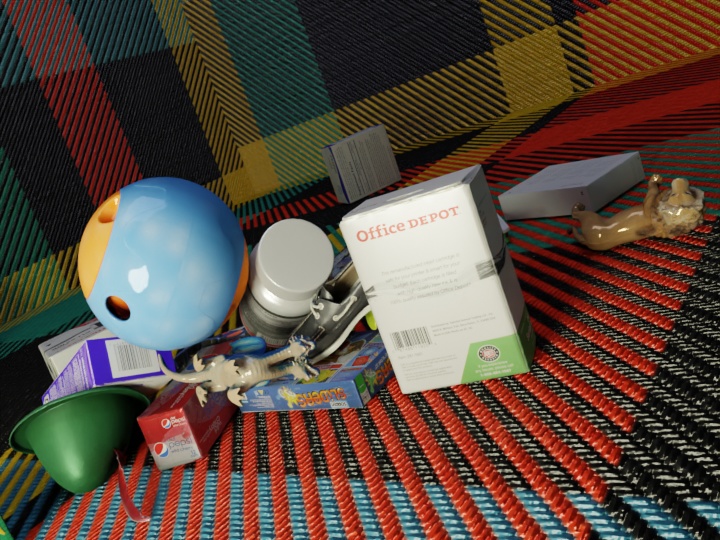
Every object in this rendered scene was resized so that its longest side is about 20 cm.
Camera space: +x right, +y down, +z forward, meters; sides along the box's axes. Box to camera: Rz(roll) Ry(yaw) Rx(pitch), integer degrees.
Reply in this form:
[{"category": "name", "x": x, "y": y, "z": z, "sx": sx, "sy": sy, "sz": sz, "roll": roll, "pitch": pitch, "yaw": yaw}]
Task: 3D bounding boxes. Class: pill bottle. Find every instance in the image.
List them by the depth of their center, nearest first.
[{"category": "pill bottle", "x": -0.099, "y": 0.019, "z": 0.930, "sx": 0.112, "sy": 0.115, "sz": 0.201, "roll": -27, "pitch": -14, "yaw": -23}]

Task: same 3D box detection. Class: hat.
[{"category": "hat", "x": -0.309, "y": 0.251, "z": 0.819, "sx": 0.163, "sy": 0.178, "sz": 0.201, "roll": -24, "pitch": -24, "yaw": -5}]

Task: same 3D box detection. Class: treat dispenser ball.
[{"category": "treat dispenser ball", "x": -0.232, "y": -0.008, "z": 0.839, "sx": 0.197, "sy": 0.205, "sz": 0.201, "roll": -20, "pitch": 14, "yaw": 5}]

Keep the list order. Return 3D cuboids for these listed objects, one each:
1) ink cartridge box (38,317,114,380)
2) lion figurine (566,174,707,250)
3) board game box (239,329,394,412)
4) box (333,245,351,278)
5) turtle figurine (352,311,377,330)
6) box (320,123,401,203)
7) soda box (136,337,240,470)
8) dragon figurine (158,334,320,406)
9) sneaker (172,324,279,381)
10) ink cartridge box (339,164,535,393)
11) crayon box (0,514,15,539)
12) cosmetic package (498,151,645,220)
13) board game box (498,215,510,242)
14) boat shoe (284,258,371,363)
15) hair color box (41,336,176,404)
[{"category": "ink cartridge box", "x": -0.528, "y": 0.159, "z": 1.355, "sx": 0.143, "sy": 0.085, "sz": 0.199, "roll": -28, "pitch": 15, "yaw": -27}, {"category": "lion figurine", "x": 0.350, "y": -0.063, "z": 0.913, "sx": 0.198, "sy": 0.073, "sz": 0.123, "roll": -30, "pitch": 17, "yaw": 37}, {"category": "board game box", "x": -0.045, "y": 0.121, "z": 0.859, "sx": 0.197, "sy": 0.035, "sz": 0.135, "roll": -11, "pitch": 17, "yaw": 38}, {"category": "box", "x": 0.000, "y": 0.000, "z": 1.175, "sx": 0.137, "sy": 0.040, "sz": 0.199, "roll": -42, "pitch": 20, "yaw": -17}, {"category": "turtle figurine", "x": 0.050, "y": 0.029, "z": 0.926, "sx": 0.197, "sy": 0.066, "sz": 0.160, "roll": 5, "pitch": 19, "yaw": 38}, {"category": "box", "x": 0.001, "y": -0.331, "z": 2.187, "sx": 0.197, "sy": 0.187, "sz": 0.105, "roll": -25, "pitch": 15, "yaw": -19}, {"category": "soda box", "x": -0.197, "y": 0.159, "z": 0.876, "sx": 0.062, "sy": 0.071, "sz": 0.200, "roll": -15, "pitch": 15, "yaw": 14}, {"category": "dragon figurine", "x": -0.138, "y": 0.112, "z": 0.805, "sx": 0.197, "sy": 0.060, "sz": 0.099, "roll": -8, "pitch": 5, "yaw": 35}, {"category": "sneaker", "x": -0.184, "y": 0.121, "z": 1.031, "sx": 0.196, "sy": 0.077, "sz": 0.078, "roll": -18, "pitch": 3, "yaw": -21}, {"category": "ink cartridge box", "x": 0.083, "y": 0.011, "z": 0.726, "sx": 0.143, "sy": 0.204, "sz": 0.084, "roll": -13, "pitch": 16, "yaw": 26}, {"category": "crayon box", "x": -0.471, "y": 0.304, "z": 0.774, "sx": 0.198, "sy": 0.059, "sz": 0.118, "roll": -6, "pitch": 21, "yaw": 48}, {"category": "cosmetic package", "x": 0.358, "y": -0.142, "z": 1.204, "sx": 0.149, "sy": 0.053, "sz": 0.198, "roll": -27, "pitch": 14, "yaw": -29}, {"category": "board game box", "x": 0.152, "y": -0.050, "z": 1.225, "sx": 0.196, "sy": 0.026, "sz": 0.200, "roll": -20, "pitch": 14, "yaw": 6}, {"category": "boat shoe", "x": -0.023, "y": 0.036, "z": 0.828, "sx": 0.199, "sy": 0.060, "sz": 0.075, "roll": -38, "pitch": 35, "yaw": 15}, {"category": "hair color box", "x": -0.333, "y": 0.152, "z": 0.921, "sx": 0.108, "sy": 0.066, "sz": 0.199, "roll": -3, "pitch": -24, "yaw": -41}]
